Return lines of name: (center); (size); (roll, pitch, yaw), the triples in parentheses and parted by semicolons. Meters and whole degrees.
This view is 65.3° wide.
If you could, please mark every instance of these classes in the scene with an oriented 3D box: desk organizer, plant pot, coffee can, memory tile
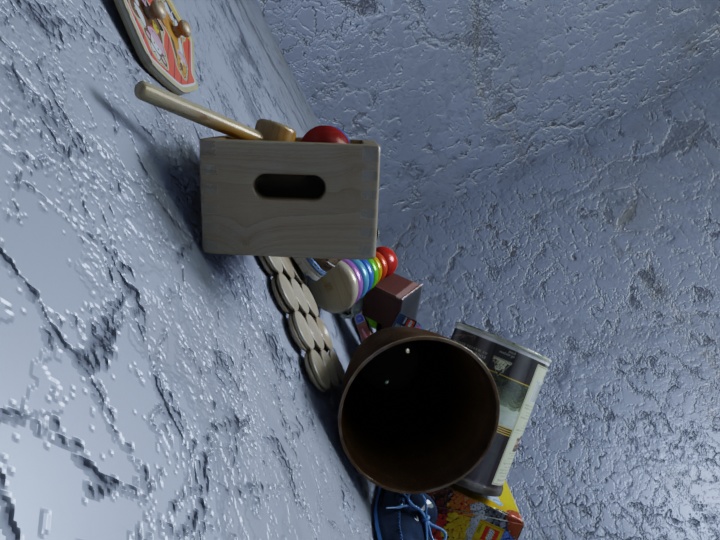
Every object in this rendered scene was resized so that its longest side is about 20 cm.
desk organizer: (0.047, 0.107, 1.016); (0.072, 0.077, 0.201); (-31, 138, -48)
plant pot: (0.055, 0.148, 0.725); (0.188, 0.186, 0.200); (64, -2, -12)
coffee can: (0.169, 0.194, 0.808); (0.146, 0.201, 0.146); (22, -4, 2)
memory tile: (-0.073, 0.058, 0.717); (0.201, 0.017, 0.153); (66, 6, 11)

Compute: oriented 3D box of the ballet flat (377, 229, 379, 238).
ballet flat: (-0.037, -0.060, 0.881); (0.200, 0.068, 0.068); (-9, 85, -56)

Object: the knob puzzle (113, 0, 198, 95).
knob puzzle: (-0.224, -0.287, 0.623); (0.220, 0.030, 0.221); (-18, 90, -85)

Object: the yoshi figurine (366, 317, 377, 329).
yoshi figurine: (0.046, 0.087, 1.183); (0.200, 0.112, 0.113); (125, -17, -78)

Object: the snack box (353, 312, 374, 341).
snack box: (-0.005, 0.082, 1.182); (0.072, 0.024, 0.201); (59, 8, -59)

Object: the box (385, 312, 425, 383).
box: (0.079, 0.167, 0.995); (0.038, 0.137, 0.200); (25, -9, 27)

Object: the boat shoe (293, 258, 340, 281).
boat shoe: (-0.093, -0.086, 0.776); (0.200, 0.072, 0.072); (55, 6, -8)

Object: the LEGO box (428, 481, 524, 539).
LEGO box: (0.151, 0.343, 0.871); (0.148, 0.078, 0.200); (24, 6, 2)

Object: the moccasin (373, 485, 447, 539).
moccasin: (0.058, 0.288, 0.677); (0.200, 0.068, 0.081); (-89, 153, -76)

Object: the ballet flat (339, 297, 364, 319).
ballet flat: (-0.048, -0.003, 0.965); (0.201, 0.071, 0.072); (63, 6, -16)

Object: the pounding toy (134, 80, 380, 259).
pounding toy: (-0.083, -0.097, 0.542); (0.184, 0.199, 0.143); (-93, -175, -75)

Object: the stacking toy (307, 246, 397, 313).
stacking toy: (0.000, 0.000, 0.908); (0.200, 0.085, 0.086); (-28, 93, -58)
